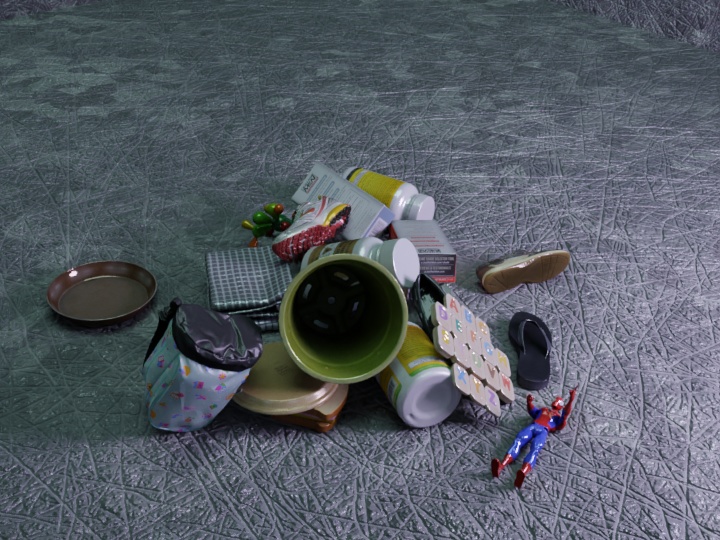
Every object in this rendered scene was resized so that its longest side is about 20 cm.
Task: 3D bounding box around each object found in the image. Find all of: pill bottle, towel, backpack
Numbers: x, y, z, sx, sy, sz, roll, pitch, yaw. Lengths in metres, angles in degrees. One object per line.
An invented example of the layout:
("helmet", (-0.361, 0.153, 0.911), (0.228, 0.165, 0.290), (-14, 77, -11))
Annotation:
("pill bottle", (0.052, -0.143, 2.017), (0.199, 0.113, 0.112), (20, 36, 26))
("pill bottle", (0.075, 0.153, 1.550), (0.110, 0.112, 0.200), (-10, 34, -19))
("pill bottle", (0.000, 0.000, 1.704), (0.199, 0.115, 0.114), (-9, 23, 34))
("towel", (-0.203, 0.029, 1.753), (0.164, 0.086, 0.200), (-6, 33, -12))
("backpack", (-0.258, 0.152, 1.445), (0.166, 0.200, 0.127), (21, 38, -29))

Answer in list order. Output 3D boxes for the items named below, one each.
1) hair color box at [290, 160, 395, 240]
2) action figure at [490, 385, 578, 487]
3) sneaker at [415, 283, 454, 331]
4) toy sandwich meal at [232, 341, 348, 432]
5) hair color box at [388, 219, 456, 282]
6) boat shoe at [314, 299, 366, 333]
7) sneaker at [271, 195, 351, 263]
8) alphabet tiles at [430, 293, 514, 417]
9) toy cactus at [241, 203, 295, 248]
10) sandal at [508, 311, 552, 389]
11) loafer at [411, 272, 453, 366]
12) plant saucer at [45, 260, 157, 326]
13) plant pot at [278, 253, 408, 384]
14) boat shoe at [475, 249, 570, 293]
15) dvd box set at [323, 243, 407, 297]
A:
("hair color box", (-0.037, -0.128, 1.909), (0.200, 0.099, 0.061), (36, 1, 31))
("action figure", (0.273, 0.234, 1.456), (0.065, 0.100, 0.200), (21, 34, 25))
("sneaker", (0.135, 0.089, 1.699), (0.080, 0.077, 0.200), (-9, 31, 0))
("toy sandwich meal", (-0.117, 0.189, 1.527), (0.203, 0.071, 0.206), (0, 30, 0))
("hair color box", (0.116, -0.040, 1.824), (0.101, 0.062, 0.200), (0, 21, -6))
("boat shoe", (-0.030, 0.088, 1.675), (0.198, 0.068, 0.074), (-21, 68, 14))
("sneaker", (-0.104, -0.080, 1.797), (0.082, 0.078, 0.200), (29, 39, 22))
("alphabet tiles", (0.184, 0.135, 1.538), (0.200, 0.015, 0.196), (37, 34, -32))
("toy cactus", (-0.144, -0.083, 1.927), (0.164, 0.103, 0.200), (9, -5, -31))
("sandal", (0.305, 0.131, 1.666), (0.075, 0.043, 0.201), (3, 32, 0))
("loafer", (0.137, 0.091, 1.595), (0.068, 0.071, 0.201), (-22, 56, -5))
("plant saucer", (-0.477, 0.047, 1.752), (0.199, 0.035, 0.201), (2, 33, -1))
("plant pot", (-0.037, 0.061, 1.527), (0.198, 0.202, 0.190), (-2, 8, -7))
("boat shoe", (0.320, -0.013, 1.868), (0.199, 0.074, 0.065), (-12, 40, -22))
("dvd box set", (-0.002, -0.002, 1.866), (0.198, 0.030, 0.147), (5, 32, 4))
